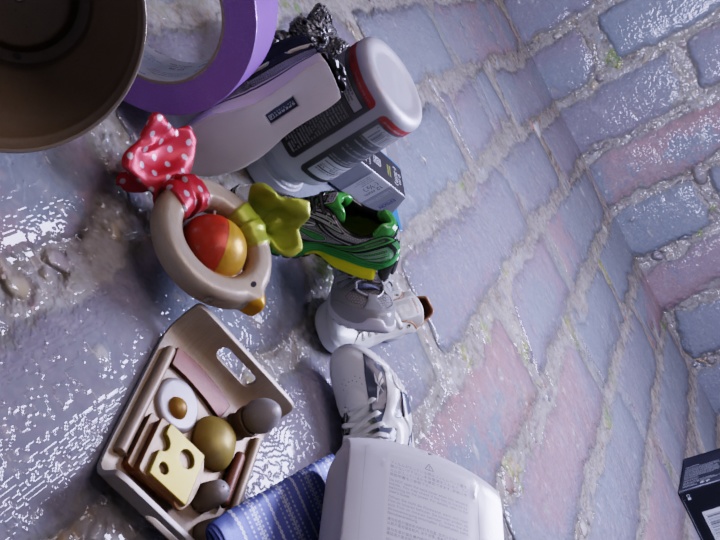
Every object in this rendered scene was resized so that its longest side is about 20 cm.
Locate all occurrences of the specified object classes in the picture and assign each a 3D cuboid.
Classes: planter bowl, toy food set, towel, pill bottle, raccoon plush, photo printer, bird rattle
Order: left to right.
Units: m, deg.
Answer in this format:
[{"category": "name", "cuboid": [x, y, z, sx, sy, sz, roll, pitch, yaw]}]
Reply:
[{"category": "planter bowl", "cuboid": [-0.267, -0.205, 0.673, 0.201, 0.200, 0.135, 49, 3, -26]}, {"category": "toy food set", "cuboid": [-0.125, 0.141, 0.735, 0.144, 0.060, 0.201, 51, 29, -24]}, {"category": "bird rattle", "cuboid": [-0.138, -0.045, 0.818, 0.200, 0.112, 0.165, 37, 35, -41]}, {"category": "raccoon plush", "cuboid": [-0.093, -0.243, 1.048, 0.097, 0.133, 0.201, 54, 28, -20]}, {"category": "towel", "cuboid": [-0.044, 0.247, 0.732, 0.199, 0.024, 0.146, -10, 73, -63]}, {"category": "pill bottle", "cuboid": [-0.038, -0.170, 1.010, 0.116, 0.199, 0.117, 41, 34, -36]}, {"category": "photo printer", "cuboid": [0.043, 0.235, 0.733, 0.165, 0.070, 0.201, 20, 36, -11]}]

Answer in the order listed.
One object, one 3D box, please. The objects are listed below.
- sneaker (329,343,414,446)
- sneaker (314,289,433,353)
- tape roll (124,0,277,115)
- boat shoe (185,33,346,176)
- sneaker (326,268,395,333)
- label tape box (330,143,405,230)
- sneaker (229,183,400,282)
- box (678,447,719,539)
[{"category": "sneaker", "cuboid": [0.006, 0.179, 0.914, 0.129, 0.079, 0.202, -17, 92, -72]}, {"category": "sneaker", "cuboid": [0.022, 0.051, 1.054, 0.199, 0.084, 0.074, -8, 74, -59]}, {"category": "tape roll", "cuboid": [-0.181, -0.254, 0.828, 0.201, 0.199, 0.066, 55, 29, -16]}, {"category": "boat shoe", "cuboid": [-0.114, -0.177, 0.930, 0.075, 0.198, 0.093, 64, -3, -39]}, {"category": "sneaker", "cuboid": [0.000, 0.000, 1.000, 0.074, 0.083, 0.201, 5, 28, -13]}, {"category": "label tape box", "cuboid": [0.013, -0.163, 1.248, 0.199, 0.066, 0.145, 31, 41, -45]}, {"category": "sneaker", "cuboid": [-0.048, -0.061, 0.943, 0.086, 0.197, 0.079, 100, 7, -47]}, {"category": "box", "cuboid": [0.853, 0.553, 2.068, 0.198, 0.117, 0.200, 63, 26, 0]}]
